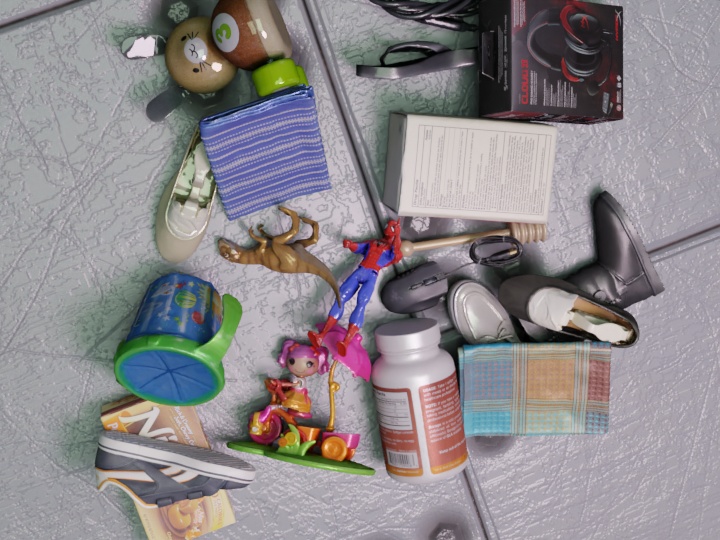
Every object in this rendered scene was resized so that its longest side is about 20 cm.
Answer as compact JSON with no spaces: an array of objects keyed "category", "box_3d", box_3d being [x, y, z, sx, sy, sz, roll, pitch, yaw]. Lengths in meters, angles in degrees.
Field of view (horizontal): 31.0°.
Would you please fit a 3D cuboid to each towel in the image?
[{"category":"towel","box_3d":[-0.113,-0.140,1.595,0.145,0.024,0.200,-19,147,-5]},{"category":"towel","box_3d":[0.228,0.158,1.706,0.200,0.022,0.147,-1,120,5]}]

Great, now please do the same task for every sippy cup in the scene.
[{"category":"sippy cup","box_3d":[-0.228,0.080,1.615,0.177,0.131,0.140,1,143,7]}]

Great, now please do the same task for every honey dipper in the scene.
[{"category":"honey dipper","box_3d":[0.147,-0.041,1.720,0.200,0.038,0.038,-9,102,-7]}]

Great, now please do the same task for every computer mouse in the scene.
[{"category":"computer mouse","box_3d":[0.118,0.004,1.696,0.200,0.034,0.059,-25,83,11]}]

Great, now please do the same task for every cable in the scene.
[{"category":"cable","box_3d":[0.088,-0.394,1.638,0.200,0.051,0.164,11,98,-11]}]

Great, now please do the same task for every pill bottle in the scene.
[{"category":"pill bottle","box_3d":[0.075,0.169,1.706,0.112,0.112,0.200,-10,102,-8]}]

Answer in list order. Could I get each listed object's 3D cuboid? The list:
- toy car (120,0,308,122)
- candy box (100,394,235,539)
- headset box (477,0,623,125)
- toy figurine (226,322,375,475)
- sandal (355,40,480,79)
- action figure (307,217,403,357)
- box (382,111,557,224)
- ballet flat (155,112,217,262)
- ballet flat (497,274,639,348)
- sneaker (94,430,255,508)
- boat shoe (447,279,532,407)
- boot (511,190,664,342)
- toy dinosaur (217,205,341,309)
[{"category":"toy car","box_3d":[-0.187,-0.266,1.570,0.200,0.158,0.165,-20,91,6]},{"category":"candy box","box_3d":[-0.250,0.253,1.691,0.115,0.055,0.200,-20,102,-6]},{"category":"headset box","box_3d":[0.232,-0.264,1.634,0.200,0.075,0.149,1,89,-29]},{"category":"toy figurine","box_3d":[-0.063,0.158,1.692,0.200,0.150,0.185,9,85,13]},{"category":"sandal","box_3d":[0.084,-0.274,1.651,0.200,0.076,0.043,-13,103,-19]},{"category":"action figure","box_3d":[0.000,0.000,1.646,0.065,0.099,0.200,18,58,20]},{"category":"box","box_3d":[0.138,-0.133,1.664,0.200,0.109,0.128,4,99,-11]},{"category":"ballet flat","box_3d":[-0.210,-0.102,1.629,0.069,0.069,0.200,16,97,-13]},{"category":"ballet flat","box_3d":[0.277,0.054,1.684,0.200,0.068,0.068,16,103,-12]},{"category":"sneaker","box_3d":[-0.234,0.259,1.627,0.200,0.078,0.080,12,93,-1]},{"category":"boat shoe","box_3d":[0.185,0.100,1.731,0.071,0.070,0.200,-32,105,-12]},{"category":"boot","box_3d":[0.288,0.011,1.746,0.200,0.066,0.165,-30,101,2]},{"category":"toy dinosaur","box_3d":[-0.084,-0.019,1.653,0.200,0.060,0.106,15,81,26]}]
